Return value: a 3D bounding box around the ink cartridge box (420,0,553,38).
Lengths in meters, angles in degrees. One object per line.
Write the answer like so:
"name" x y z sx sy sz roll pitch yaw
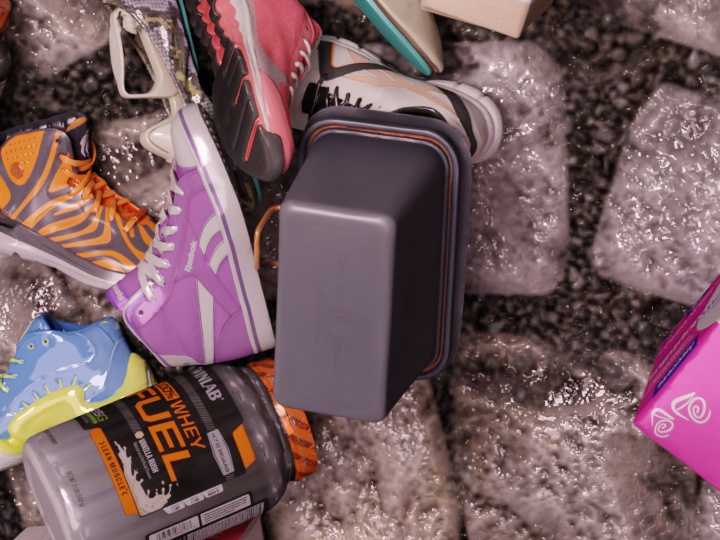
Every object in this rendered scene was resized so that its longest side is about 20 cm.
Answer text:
"ink cartridge box" 0.117 -0.270 1.573 0.075 0.165 0.200 20 109 7

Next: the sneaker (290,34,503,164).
"sneaker" 0.001 -0.121 1.681 0.200 0.080 0.074 14 109 16

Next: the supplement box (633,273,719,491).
"supplement box" 0.268 0.071 1.613 0.103 0.200 0.101 37 109 0

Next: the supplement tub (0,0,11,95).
"supplement tub" -0.337 -0.122 1.737 0.122 0.123 0.200 23 108 6

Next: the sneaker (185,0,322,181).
"sneaker" -0.063 -0.155 1.648 0.087 0.200 0.074 -3 149 -21

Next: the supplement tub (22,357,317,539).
"supplement tub" -0.141 0.145 1.733 0.200 0.123 0.123 -23 101 -16

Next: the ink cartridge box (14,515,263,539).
"ink cartridge box" -0.174 0.275 1.821 0.200 0.084 0.145 -4 104 13

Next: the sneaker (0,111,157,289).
"sneaker" -0.201 -0.054 1.749 0.200 0.078 0.112 16 109 8

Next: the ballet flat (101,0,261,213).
"ballet flat" -0.141 -0.126 1.717 0.072 0.072 0.200 -20 98 17

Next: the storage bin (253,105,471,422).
"storage bin" -0.011 0.002 1.614 0.145 0.134 0.200 9 114 13

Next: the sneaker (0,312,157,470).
"sneaker" -0.260 0.093 1.810 0.200 0.076 0.105 -19 90 4

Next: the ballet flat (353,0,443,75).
"ballet flat" -0.001 -0.227 1.668 0.200 0.069 0.069 42 109 0

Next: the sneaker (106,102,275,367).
"sneaker" -0.135 -0.017 1.678 0.114 0.073 0.201 -13 113 -2
